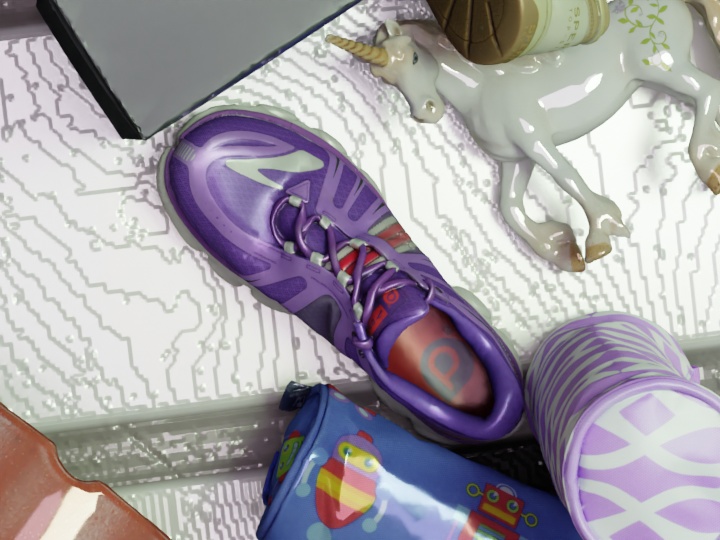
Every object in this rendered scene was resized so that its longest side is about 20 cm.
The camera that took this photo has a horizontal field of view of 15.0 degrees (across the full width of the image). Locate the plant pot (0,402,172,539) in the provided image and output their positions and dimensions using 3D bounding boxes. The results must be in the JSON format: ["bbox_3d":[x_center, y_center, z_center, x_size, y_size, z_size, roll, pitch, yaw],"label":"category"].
[{"bbox_3d":[-0.180,0.159,1.138,0.201,0.201,0.196,39,79,-7],"label":"plant pot"}]

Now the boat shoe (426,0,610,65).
[{"bbox_3d":[0.042,-0.178,1.189,0.062,0.073,0.201,-8,68,-35],"label":"boat shoe"}]

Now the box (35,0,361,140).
[{"bbox_3d":[-0.057,-0.121,1.126,0.141,0.200,0.079,-31,96,-4],"label":"box"}]

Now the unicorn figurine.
[{"bbox_3d":[0.091,-0.074,1.219,0.199,0.074,0.138,-27,86,-20],"label":"unicorn figurine"}]

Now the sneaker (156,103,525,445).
[{"bbox_3d":[0.000,0.000,1.198,0.200,0.083,0.081,39,87,-7],"label":"sneaker"}]

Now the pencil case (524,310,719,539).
[{"bbox_3d":[0.118,0.067,1.160,0.085,0.200,0.084,-10,100,-1],"label":"pencil case"}]

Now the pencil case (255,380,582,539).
[{"bbox_3d":[0.046,0.122,1.211,0.199,0.087,0.078,26,71,-9],"label":"pencil case"}]
